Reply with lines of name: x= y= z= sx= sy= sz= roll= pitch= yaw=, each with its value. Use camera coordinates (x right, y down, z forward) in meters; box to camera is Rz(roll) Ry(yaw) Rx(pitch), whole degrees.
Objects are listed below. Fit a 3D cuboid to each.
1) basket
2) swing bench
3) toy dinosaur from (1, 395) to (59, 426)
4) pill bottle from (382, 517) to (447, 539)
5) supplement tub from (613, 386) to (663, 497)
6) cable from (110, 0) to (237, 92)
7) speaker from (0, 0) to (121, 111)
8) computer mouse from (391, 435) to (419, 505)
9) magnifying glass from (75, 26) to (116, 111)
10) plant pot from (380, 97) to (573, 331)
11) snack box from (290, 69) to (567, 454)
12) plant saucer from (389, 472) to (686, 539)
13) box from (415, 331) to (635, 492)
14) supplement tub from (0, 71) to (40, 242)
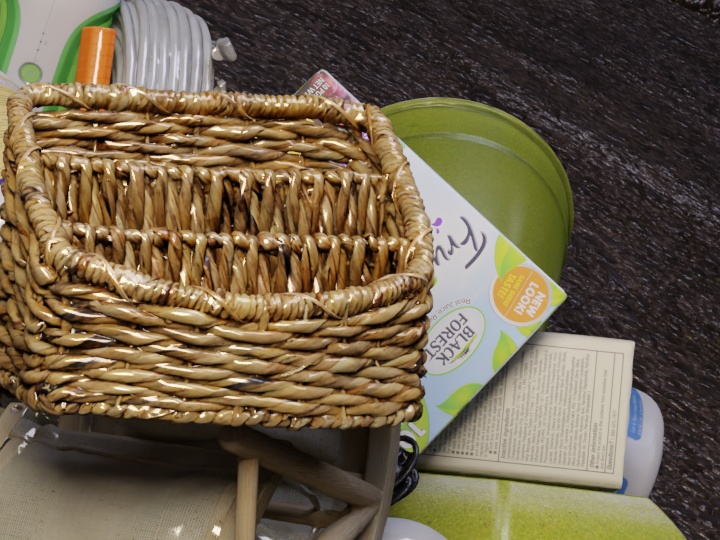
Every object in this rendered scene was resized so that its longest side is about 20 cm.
basket: x=-0.066 y=-0.008 z=1.329 sx=0.200 sy=0.149 sz=0.143 roll=4 pitch=7 yaw=-19
swing bench: x=-0.109 y=0.114 z=1.438 sx=0.199 sy=0.130 sz=0.200 roll=7 pitch=6 yaw=23
toy dinosaur: x=-0.160 y=0.055 z=1.613 sx=0.102 sy=0.200 sz=0.077 roll=-10 pitch=13 yaw=-3
pill bottle: x=0.015 y=0.216 z=1.493 sx=0.113 sy=0.113 sz=0.200 roll=27 pitch=18 yaw=-11
supplement tub: x=0.087 y=0.104 z=1.864 sx=0.200 sy=0.132 sz=0.132 roll=26 pitch=19 yaw=-15
cable: x=-0.154 y=-0.083 z=1.880 sx=0.069 sy=0.200 sz=0.200 roll=12 pitch=13 yaw=-20
speaker: x=-0.219 y=-0.124 z=1.860 sx=0.088 sy=0.200 sz=0.088 roll=18 pitch=25 yaw=-8
computer mouse: x=-0.068 y=0.097 z=1.574 sx=0.200 sy=0.140 sz=0.046 roll=44 pitch=-8 yaw=29
magnifying glass: x=-0.177 y=-0.055 z=1.790 sx=0.022 sy=0.200 sz=0.080 roll=8 pitch=-4 yaw=-36
plant pot: x=0.054 y=0.013 z=1.998 sx=0.200 sy=0.200 sz=0.193 roll=26 pitch=31 yaw=-15
snack box: x=0.000 y=0.000 z=1.661 sx=0.200 sy=0.142 sz=0.053 roll=43 pitch=-14 yaw=4
plant saucer: x=0.077 y=0.150 z=1.701 sx=0.200 sy=0.048 sz=0.200 roll=1 pitch=-6 yaw=44
box: x=0.062 y=0.080 z=1.723 sx=0.200 sy=0.095 sz=0.078 roll=7 pitch=-6 yaw=1
supplement tub: x=-0.240 y=-0.040 z=1.715 sx=0.145 sy=0.146 sz=0.200 roll=11 pitch=27 yaw=-45
